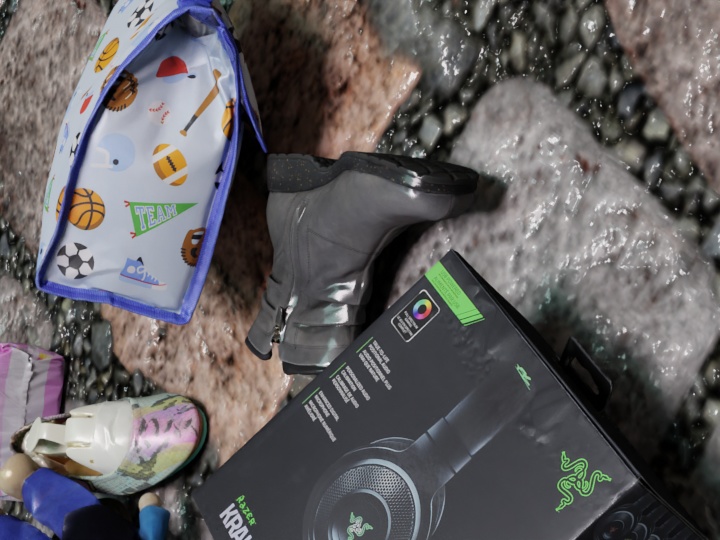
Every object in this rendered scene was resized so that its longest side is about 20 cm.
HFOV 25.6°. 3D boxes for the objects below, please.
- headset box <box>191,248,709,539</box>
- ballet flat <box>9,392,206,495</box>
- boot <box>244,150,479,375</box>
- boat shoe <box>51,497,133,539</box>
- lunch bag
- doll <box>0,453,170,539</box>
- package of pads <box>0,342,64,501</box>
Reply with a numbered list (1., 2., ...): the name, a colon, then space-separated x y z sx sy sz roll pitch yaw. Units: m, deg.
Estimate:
1. headset box: 0.044 0.116 0.766 0.200 0.093 0.174 -42 47 7
2. ballet flat: -0.190 0.122 1.125 0.199 0.071 0.070 -16 57 49
3. boot: 0.000 0.000 0.925 0.200 0.069 0.133 5 88 63
4. boat shoe: -0.177 0.250 1.080 0.071 0.068 0.201 -12 42 6
5. lunch bag: -0.129 -0.093 1.025 0.170 0.123 0.202 -117 42 -67
6. doll: -0.186 0.195 1.047 0.199 0.049 0.137 22 66 42
7. package of pads: -0.314 0.120 1.284 0.199 0.075 0.122 -3 77 52
